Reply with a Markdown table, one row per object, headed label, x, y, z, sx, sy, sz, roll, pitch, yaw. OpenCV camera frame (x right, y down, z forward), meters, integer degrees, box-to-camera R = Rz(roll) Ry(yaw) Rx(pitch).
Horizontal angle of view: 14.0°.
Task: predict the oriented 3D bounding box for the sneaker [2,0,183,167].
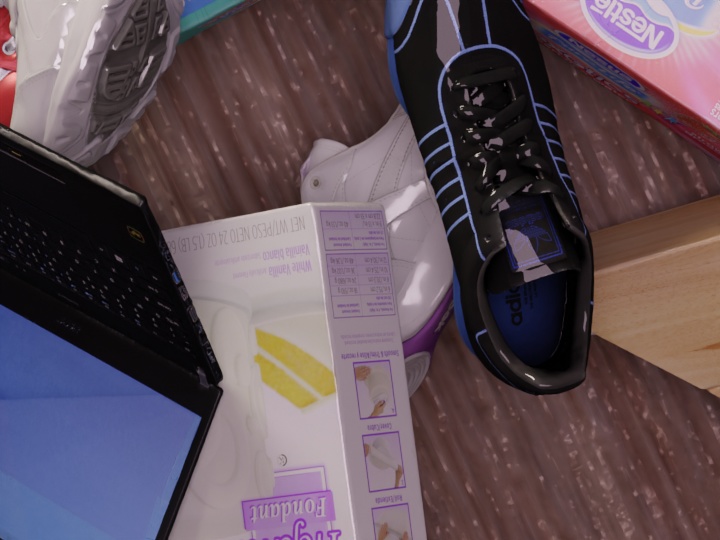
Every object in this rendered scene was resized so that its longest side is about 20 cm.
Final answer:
| label | x | y | z | sx | sy | sz | roll | pitch | yaw |
| --- | --- | --- | --- | --- | --- | --- | --- | --- | --- |
| sneaker | -0.128 | -0.141 | 1.269 | 0.099 | 0.078 | 0.201 | 17 | 98 | 23 |

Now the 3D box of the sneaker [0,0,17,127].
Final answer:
| label | x | y | z | sx | sy | sz | roll | pitch | yaw |
| --- | --- | --- | --- | --- | --- | --- | --- | --- | --- |
| sneaker | -0.156 | -0.127 | 1.326 | 0.112 | 0.071 | 0.201 | 13 | 97 | 1 |

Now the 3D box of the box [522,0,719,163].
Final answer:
| label | x | y | z | sx | sy | sz | roll | pitch | yaw |
| --- | --- | --- | --- | --- | --- | --- | --- | --- | --- |
| box | 0.130 | -0.133 | 1.326 | 0.200 | 0.103 | 0.095 | 34 | 88 | -3 |

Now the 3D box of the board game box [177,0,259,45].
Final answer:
| label | x | y | z | sx | sy | sz | roll | pitch | yaw |
| --- | --- | --- | --- | --- | --- | --- | --- | --- | --- |
| board game box | -0.082 | -0.213 | 1.301 | 0.152 | 0.045 | 0.201 | -24 | 91 | 38 |

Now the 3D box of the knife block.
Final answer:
| label | x | y | z | sx | sy | sz | roll | pitch | yaw |
| --- | --- | --- | --- | --- | --- | --- | --- | --- | --- |
| knife block | 0.211 | -0.018 | 1.322 | 0.199 | 0.064 | 0.176 | 27 | 109 | -2 |

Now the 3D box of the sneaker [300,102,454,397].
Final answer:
| label | x | y | z | sx | sy | sz | roll | pitch | yaw |
| --- | --- | --- | --- | --- | --- | --- | --- | --- | --- |
| sneaker | 0.000 | 0.000 | 1.346 | 0.099 | 0.075 | 0.200 | 36 | 90 | 19 |

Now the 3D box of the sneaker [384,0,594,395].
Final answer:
| label | x | y | z | sx | sy | sz | roll | pitch | yaw |
| --- | --- | --- | --- | --- | --- | --- | --- | --- | --- |
| sneaker | 0.062 | -0.043 | 1.256 | 0.070 | 0.078 | 0.201 | -18 | 107 | -12 |

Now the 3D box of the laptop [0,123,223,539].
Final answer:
| label | x | y | z | sx | sy | sz | roll | pitch | yaw |
| --- | --- | --- | --- | --- | --- | --- | --- | --- | --- |
| laptop | -0.158 | 0.031 | 1.256 | 0.177 | 0.200 | 0.103 | 26 | 64 | 30 |

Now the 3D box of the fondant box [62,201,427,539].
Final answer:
| label | x | y | z | sx | sy | sz | roll | pitch | yaw |
| --- | --- | --- | --- | --- | --- | --- | --- | --- | --- |
| fondant box | -0.050 | 0.079 | 1.283 | 0.144 | 0.058 | 0.201 | -10 | 86 | 34 |
